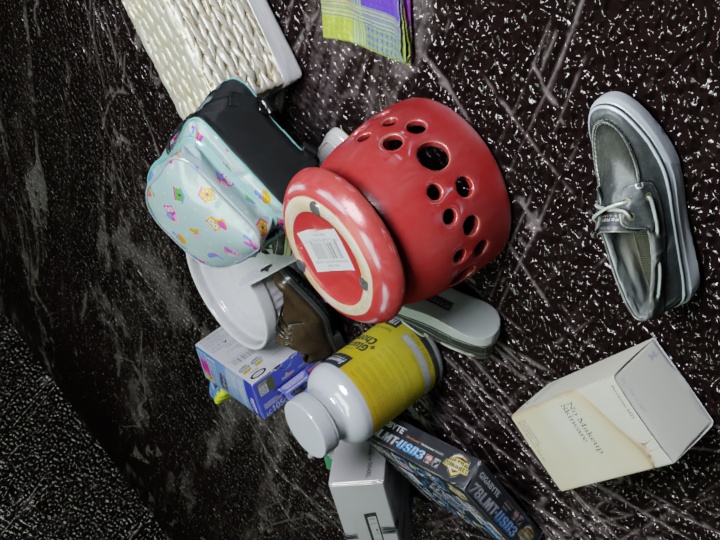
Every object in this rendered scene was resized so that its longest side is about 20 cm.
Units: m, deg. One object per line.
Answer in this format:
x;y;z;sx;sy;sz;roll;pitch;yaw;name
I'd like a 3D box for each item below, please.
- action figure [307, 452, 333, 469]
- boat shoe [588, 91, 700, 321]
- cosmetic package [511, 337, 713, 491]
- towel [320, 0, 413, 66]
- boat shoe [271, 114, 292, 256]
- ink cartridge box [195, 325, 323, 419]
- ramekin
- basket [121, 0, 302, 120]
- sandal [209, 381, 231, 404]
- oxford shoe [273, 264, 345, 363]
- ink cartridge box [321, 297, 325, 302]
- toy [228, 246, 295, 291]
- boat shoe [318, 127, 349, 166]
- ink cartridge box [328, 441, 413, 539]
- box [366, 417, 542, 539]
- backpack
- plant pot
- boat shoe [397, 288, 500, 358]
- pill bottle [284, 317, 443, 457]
-0.022;0.289;1.634;0.199;0.054;0.120;0;116;53;action figure
0.235;-0.050;0.863;0.072;0.071;0.202;-1;117;58;boat shoe
0.252;0.153;1.041;0.104;0.073;0.200;54;153;5;cosmetic package
-0.005;-0.314;1.026;0.143;0.023;0.202;31;142;39;towel
-0.129;-0.112;1.304;0.072;0.065;0.204;124;138;-68;boat shoe
-0.150;0.145;1.595;0.199;0.136;0.077;24;140;45;ink cartridge box
-0.162;0.005;1.509;0.199;0.105;0.202;38;147;30;ramekin
-0.185;-0.287;1.230;0.135;0.123;0.202;-7;114;60;basket
-0.239;0.170;1.837;0.087;0.079;0.201;51;143;18;sandal
-0.086;0.071;1.420;0.073;0.084;0.201;51;170;43;oxford shoe
0.000;0.000;1.318;0.199;0.039;0.101;7;124;54;ink cartridge box
-0.147;-0.087;1.395;0.114;0.047;0.203;-26;78;27;toy
-0.049;-0.096;1.264;0.071;0.069;0.201;47;150;17;boat shoe
0.020;0.321;1.478;0.083;0.147;0.202;-6;126;12;ink cartridge box
0.119;0.278;1.331;0.197;0.050;0.200;19;157;47;box
-0.158;-0.094;1.171;0.176;0.154;0.199;43;152;-12;backpack
0.031;-0.053;1.069;0.200;0.182;0.202;38;149;28;plant pot
0.071;0.044;1.191;0.198;0.071;0.064;30;148;19;boat shoe
0.003;0.149;1.290;0.112;0.199;0.113;36;144;32;pill bottle
